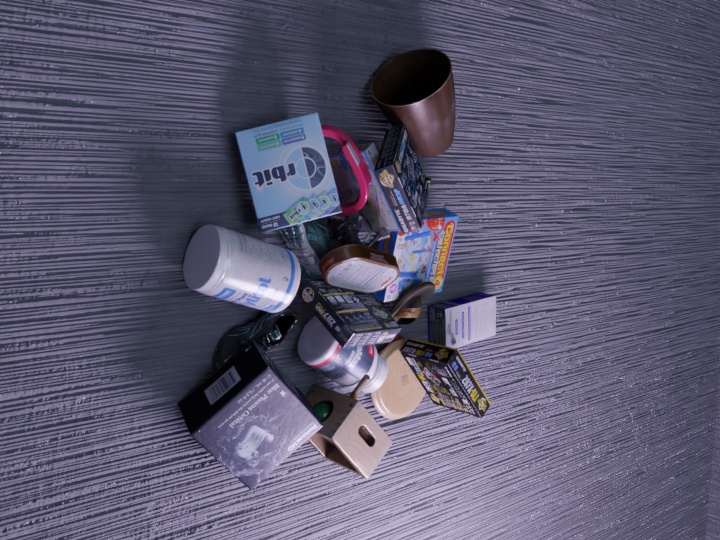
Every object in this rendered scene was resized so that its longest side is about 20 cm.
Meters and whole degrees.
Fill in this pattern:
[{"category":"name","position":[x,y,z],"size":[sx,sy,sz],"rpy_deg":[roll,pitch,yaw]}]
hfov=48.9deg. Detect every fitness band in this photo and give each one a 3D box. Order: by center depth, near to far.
[{"category":"fitness band","position":[-0.060,-0.207,1.648],"size":[0.201,0.142,0.038],"rpy_deg":[63,31,-26]}]

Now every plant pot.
[{"category":"plant pot","position":[0.141,-0.361,1.794],"size":[0.188,0.186,0.201],"rpy_deg":[-53,141,-22]}]

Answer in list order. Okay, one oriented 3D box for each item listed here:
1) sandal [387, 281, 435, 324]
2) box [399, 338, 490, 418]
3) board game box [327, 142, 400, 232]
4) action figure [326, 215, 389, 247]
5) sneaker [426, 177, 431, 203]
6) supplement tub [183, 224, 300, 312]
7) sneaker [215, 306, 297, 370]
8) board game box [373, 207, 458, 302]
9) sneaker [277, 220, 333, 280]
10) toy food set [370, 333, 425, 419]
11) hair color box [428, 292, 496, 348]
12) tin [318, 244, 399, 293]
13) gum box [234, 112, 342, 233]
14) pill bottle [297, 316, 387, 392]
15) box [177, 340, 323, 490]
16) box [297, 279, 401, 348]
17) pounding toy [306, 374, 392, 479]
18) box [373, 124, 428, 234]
[{"category":"sandal","position":[0.099,0.102,1.844],"size":[0.199,0.055,0.082],"rpy_deg":[-36,154,-11]},{"category":"box","position":[0.200,0.254,1.870],"size":[0.049,0.159,0.201],"rpy_deg":[-48,123,-24]},{"category":"board game box","position":[0.008,-0.175,1.712],"size":[0.034,0.133,0.201],"rpy_deg":[-50,126,-37]},{"category":"action figure","position":[-0.005,-0.068,1.712],"size":[0.102,0.118,0.201],"rpy_deg":[-46,147,-19]},{"category":"sneaker","position":[0.093,-0.157,1.837],"size":[0.199,0.073,0.082],"rpy_deg":[-23,114,-35]},{"category":"supplement tub","position":[-0.227,-0.001,1.536],"size":[0.199,0.131,0.134],"rpy_deg":[18,85,-41]},{"category":"sneaker","position":[-0.210,0.135,1.607],"size":[0.200,0.079,0.076],"rpy_deg":[-44,123,-26]},{"category":"board game box","position":[0.126,-0.039,1.857],"size":[0.194,0.056,0.202],"rpy_deg":[-9,119,-40]},{"category":"sneaker","position":[-0.113,-0.078,1.673],"size":[0.091,0.077,0.201],"rpy_deg":[-50,133,-35]},{"category":"toy food set","position":[0.092,0.257,1.913],"size":[0.199,0.048,0.200],"rpy_deg":[-37,119,-31]},{"category":"hair color box","position":[0.264,0.129,2.036],"size":[0.199,0.064,0.111],"rpy_deg":[-11,105,-42]},{"category":"tin","position":[0.000,0.000,1.676],"size":[0.199,0.112,0.042],"rpy_deg":[13,51,-45]},{"category":"gum box","position":[-0.142,-0.192,1.565],"size":[0.168,0.045,0.203],"rpy_deg":[-15,97,-8]},{"category":"pill bottle","position":[-0.033,0.188,1.745],"size":[0.200,0.119,0.121],"rpy_deg":[38,72,-39]},{"category":"box","position":[-0.214,0.285,1.562],"size":[0.196,0.117,0.201],"rpy_deg":[-40,124,-5]},{"category":"box","position":[-0.019,0.086,1.688],"size":[0.049,0.161,0.199],"rpy_deg":[-53,155,21]},{"category":"pounding toy","position":[-0.033,0.323,1.721],"size":[0.143,0.183,0.201],"rpy_deg":[-51,126,-23]},{"category":"box","position":[0.091,-0.196,1.686],"size":[0.201,0.046,0.160],"rpy_deg":[-75,144,-54]}]
